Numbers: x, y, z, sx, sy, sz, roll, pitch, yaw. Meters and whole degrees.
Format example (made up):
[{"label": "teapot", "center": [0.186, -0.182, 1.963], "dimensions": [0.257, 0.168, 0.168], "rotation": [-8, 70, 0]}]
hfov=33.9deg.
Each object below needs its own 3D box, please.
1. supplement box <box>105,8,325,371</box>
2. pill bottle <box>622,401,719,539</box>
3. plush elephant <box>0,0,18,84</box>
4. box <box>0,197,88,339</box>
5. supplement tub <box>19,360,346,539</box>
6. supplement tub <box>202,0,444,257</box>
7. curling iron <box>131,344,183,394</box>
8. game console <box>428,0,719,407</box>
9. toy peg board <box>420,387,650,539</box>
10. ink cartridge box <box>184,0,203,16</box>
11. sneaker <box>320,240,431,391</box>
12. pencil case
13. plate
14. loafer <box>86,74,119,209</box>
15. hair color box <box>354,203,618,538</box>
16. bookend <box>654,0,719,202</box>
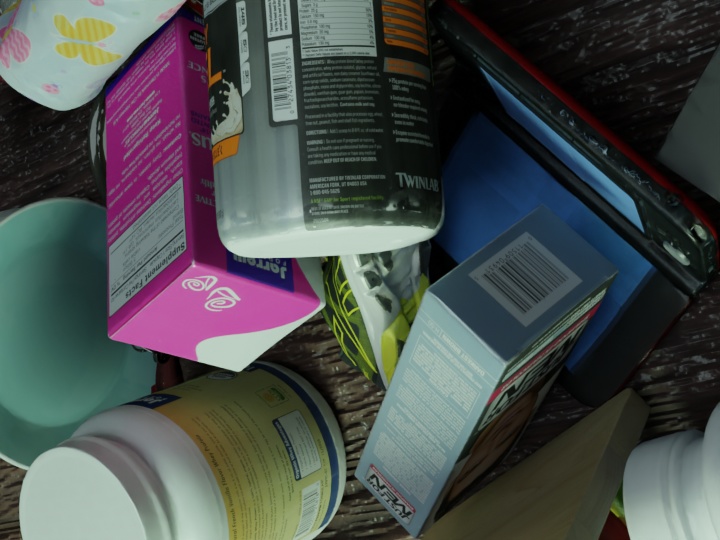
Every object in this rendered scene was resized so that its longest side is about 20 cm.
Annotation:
[{"label": "supplement box", "center": [-0.099, -0.051, 0.768], "dimensions": [0.103, 0.101, 0.201], "rotation": [-35, 50, 39]}, {"label": "pill bottle", "center": [0.243, 0.108, 0.599], "dimensions": [0.199, 0.119, 0.120], "rotation": [-22, 87, 37]}, {"label": "plush elephant", "center": [-0.272, -0.185, 0.904], "dimensions": [0.153, 0.166, 0.201], "rotation": [8, 146, -2]}, {"label": "box", "center": [-0.292, 0.039, 0.980], "dimensions": [0.200, 0.101, 0.113], "rotation": [-35, 79, 35]}, {"label": "supplement tub", "center": [-0.118, 0.152, 0.817], "dimensions": [0.144, 0.199, 0.146], "rotation": [8, 104, 34]}, {"label": "supplement tub", "center": [-0.022, -0.112, 0.628], "dimensions": [0.122, 0.122, 0.202], "rotation": [-8, 83, 36]}, {"label": "curling iron", "center": [-0.152, 0.092, 0.897], "dimensions": [0.025, 0.050, 0.201], "rotation": [20, 136, 12]}, {"label": "game console", "center": [0.095, -0.031, 0.682], "dimensions": [0.200, 0.172, 0.119], "rotation": [44, 95, 20]}, {"label": "toy peg board", "center": [0.097, 0.199, 0.685], "dimensions": [0.098, 0.199, 0.200], "rotation": [45, 126, -1]}, {"label": "ink cartridge box", "center": [-0.048, -0.242, 0.757], "dimensions": [0.200, 0.084, 0.176], "rotation": [38, 119, 24]}, {"label": "sneaker", "center": [0.000, 0.000, 0.755], "dimensions": [0.084, 0.074, 0.201], "rotation": [15, 127, 42]}, {"label": "pencil case", "center": [-0.163, -0.179, 0.753], "dimensions": [0.200, 0.083, 0.091], "rotation": [-27, 44, 49]}, {"label": "plate", "center": [-0.221, 0.047, 0.871], "dimensions": [0.025, 0.199, 0.202], "rotation": [1, 100, 39]}, {"label": "loafer", "center": [-0.144, -0.049, 0.881], "dimensions": [0.071, 0.073, 0.202], "rotation": [0, 109, 32]}, {"label": "hair color box", "center": [0.066, 0.064, 0.685], "dimensions": [0.061, 0.099, 0.201], "rotation": [43, 146, 19]}, {"label": "bookend", "center": [0.204, -0.129, 0.593], "dimensions": [0.198, 0.092, 0.201], "rotation": [38, 120, 24]}]
